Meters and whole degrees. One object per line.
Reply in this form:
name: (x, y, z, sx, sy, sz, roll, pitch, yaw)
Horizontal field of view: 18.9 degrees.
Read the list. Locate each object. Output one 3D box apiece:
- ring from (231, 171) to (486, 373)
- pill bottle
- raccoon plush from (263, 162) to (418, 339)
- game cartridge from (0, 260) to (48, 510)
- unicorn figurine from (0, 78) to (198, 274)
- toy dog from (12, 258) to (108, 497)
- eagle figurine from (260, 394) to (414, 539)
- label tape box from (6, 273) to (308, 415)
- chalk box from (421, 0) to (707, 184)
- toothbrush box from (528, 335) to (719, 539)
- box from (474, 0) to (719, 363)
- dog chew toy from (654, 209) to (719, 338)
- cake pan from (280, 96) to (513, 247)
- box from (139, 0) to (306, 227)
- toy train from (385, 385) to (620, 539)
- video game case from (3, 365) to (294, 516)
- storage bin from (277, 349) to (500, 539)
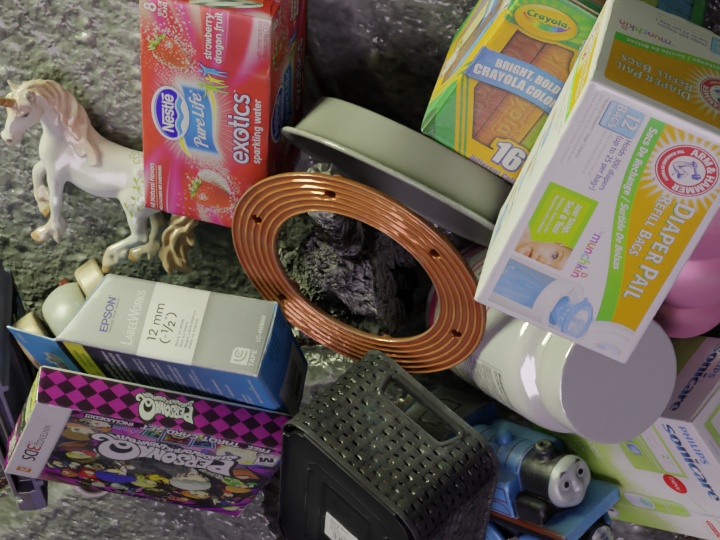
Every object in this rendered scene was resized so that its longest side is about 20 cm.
ring: (0.000, 0.000, 1.544, 0.200, 0.019, 0.201, 20, 143, 16)
pill bottle: (0.137, 0.051, 1.562, 0.113, 0.113, 0.200, 52, 170, -26)
raccoon plush: (-0.041, -0.021, 1.638, 0.134, 0.097, 0.200, -1, 135, 26)
game cartridge: (-0.290, 0.090, 1.792, 0.038, 0.130, 0.200, -5, 139, 4)
unicorn figurine: (-0.213, -0.075, 1.678, 0.199, 0.074, 0.138, 13, 125, -12)
toy dog: (-0.206, 0.076, 1.786, 0.131, 0.096, 0.201, -17, 114, -3)
eagle figurine: (0.012, 0.219, 1.819, 0.151, 0.152, 0.200, 19, 143, 31)
label tape box: (-0.151, 0.058, 1.649, 0.199, 0.066, 0.143, 12, 162, 13)
chalk box: (0.148, -0.161, 1.430, 0.124, 0.124, 0.200, 29, 133, -8)
toothbrush box: (0.232, 0.122, 1.626, 0.200, 0.086, 0.146, 5, 139, 52)
box: (0.164, -0.057, 1.363, 0.112, 0.102, 0.200, 22, 132, -2)
dog chew toy: (0.232, -0.033, 1.517, 0.124, 0.125, 0.200, 11, 135, 10)
cake pan: (0.039, -0.068, 1.535, 0.200, 0.037, 0.200, 27, 177, 1)
box: (-0.099, -0.135, 1.557, 0.099, 0.096, 0.200, 13, 133, 9)
toy train: (0.109, 0.165, 1.678, 0.200, 0.087, 0.115, 17, 135, 44)
video game case: (-0.167, 0.136, 1.681, 0.199, 0.036, 0.181, 12, 155, -13)
storage bin: (0.017, 0.171, 1.621, 0.135, 0.094, 0.200, 40, 152, 20)
